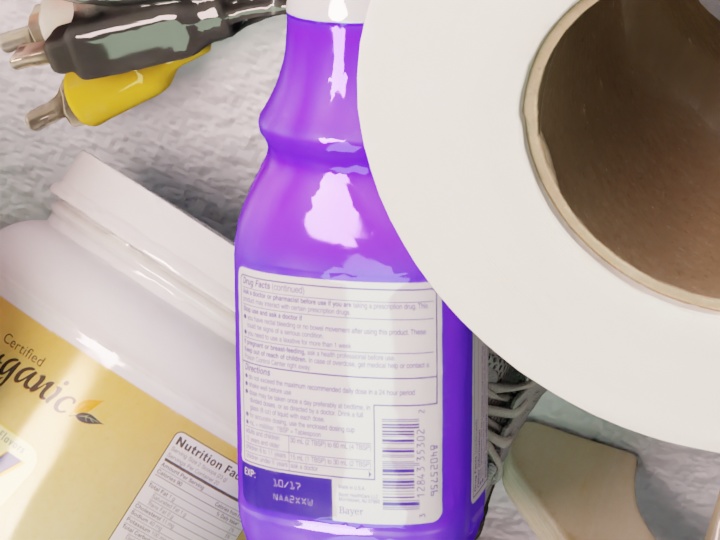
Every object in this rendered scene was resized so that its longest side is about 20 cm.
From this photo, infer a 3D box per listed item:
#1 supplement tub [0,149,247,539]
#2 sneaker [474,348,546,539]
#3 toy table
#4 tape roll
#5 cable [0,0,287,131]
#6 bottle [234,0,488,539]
[{"bbox_3d":[-0.104,0.072,0.942,0.144,0.200,0.144,32,178,1],"label":"supplement tub"},{"bbox_3d":[0.050,0.037,0.922,0.075,0.116,0.200,25,141,-5],"label":"sneaker"},{"bbox_3d":[0.133,0.131,0.991,0.183,0.117,0.200,24,141,-4],"label":"toy table"},{"bbox_3d":[0.115,-0.068,0.727,0.202,0.139,0.203,12,128,15],"label":"tape roll"},{"bbox_3d":[-0.042,-0.102,0.883,0.199,0.050,0.097,-9,116,16],"label":"cable"},{"bbox_3d":[0.000,0.000,0.850,0.083,0.065,0.201,4,106,17],"label":"bottle"}]
